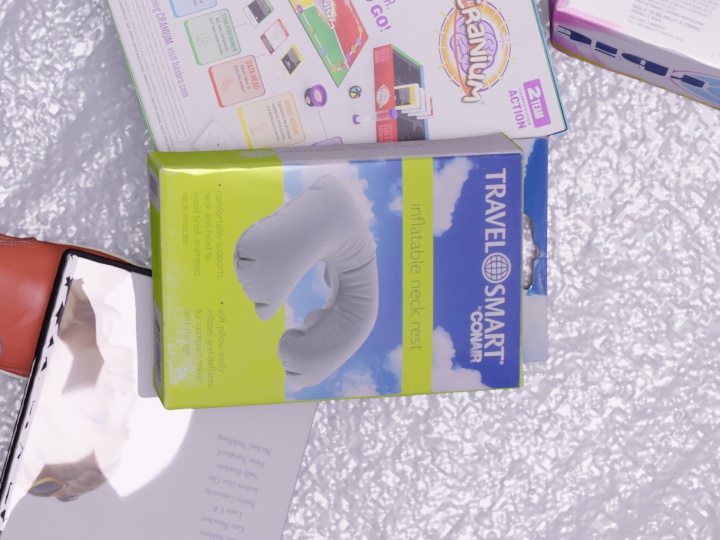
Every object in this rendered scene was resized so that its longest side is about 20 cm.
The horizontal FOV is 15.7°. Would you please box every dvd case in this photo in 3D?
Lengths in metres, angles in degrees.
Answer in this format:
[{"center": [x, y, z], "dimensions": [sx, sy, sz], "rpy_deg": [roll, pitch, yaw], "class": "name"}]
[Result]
[{"center": [-0.103, 0.103, 1.278], "dimensions": [0.142, 0.018, 0.200], "rpy_deg": [16, 89, -15], "class": "dvd case"}]

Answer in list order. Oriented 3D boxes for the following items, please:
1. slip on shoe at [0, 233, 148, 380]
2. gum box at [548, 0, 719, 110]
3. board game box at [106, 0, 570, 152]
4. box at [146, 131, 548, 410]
[{"center": [-0.182, 0.010, 1.292], "dimensions": [0.200, 0.061, 0.074], "rpy_deg": [16, 84, -1], "class": "slip on shoe"}, {"center": [0.185, -0.115, 1.260], "dimensions": [0.200, 0.114, 0.066], "rpy_deg": [21, 86, 4], "class": "gum box"}, {"center": [-0.013, -0.113, 1.273], "dimensions": [0.200, 0.040, 0.153], "rpy_deg": [-16, 113, 1], "class": "board game box"}, {"center": [0.000, 0.000, 1.254], "dimensions": [0.200, 0.048, 0.122], "rpy_deg": [-3, 104, -12], "class": "box"}]
